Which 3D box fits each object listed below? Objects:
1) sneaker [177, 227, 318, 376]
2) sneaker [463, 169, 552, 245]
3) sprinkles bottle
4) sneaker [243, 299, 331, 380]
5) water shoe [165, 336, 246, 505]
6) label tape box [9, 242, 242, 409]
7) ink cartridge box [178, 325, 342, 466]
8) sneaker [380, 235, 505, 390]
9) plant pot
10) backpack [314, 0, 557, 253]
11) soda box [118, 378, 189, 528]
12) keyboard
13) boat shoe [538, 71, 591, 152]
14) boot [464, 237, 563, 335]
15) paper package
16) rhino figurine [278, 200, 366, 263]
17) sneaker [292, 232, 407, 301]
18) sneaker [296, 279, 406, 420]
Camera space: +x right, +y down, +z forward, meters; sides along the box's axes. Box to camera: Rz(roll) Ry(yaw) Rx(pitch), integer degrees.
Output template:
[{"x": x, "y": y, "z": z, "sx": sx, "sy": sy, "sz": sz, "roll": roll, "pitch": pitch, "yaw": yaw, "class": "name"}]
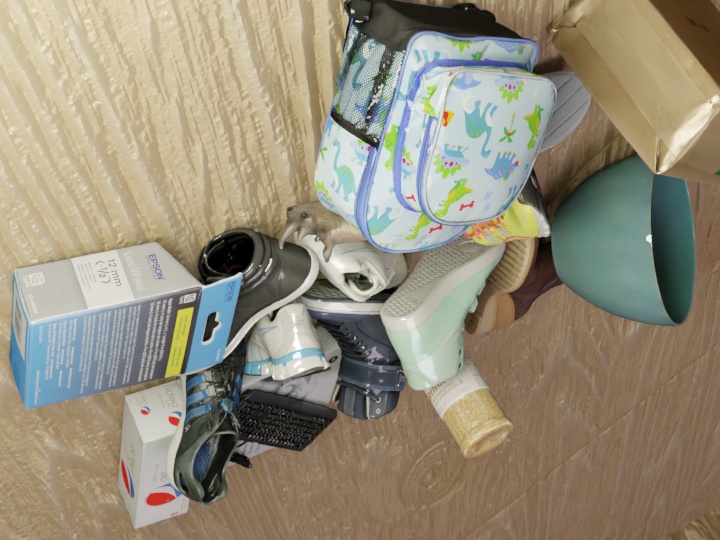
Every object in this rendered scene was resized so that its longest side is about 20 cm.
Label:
[{"x": -0.144, "y": 0.025, "z": 1.464, "sx": 0.199, "sy": 0.071, "sz": 0.099, "roll": -36, "pitch": 141, "yaw": 19, "class": "sneaker"}, {"x": 0.144, "y": -0.059, "z": 1.574, "sx": 0.089, "sy": 0.079, "sz": 0.200, "roll": -15, "pitch": 174, "yaw": -3, "class": "sneaker"}, {"x": 0.097, "y": 0.114, "z": 1.716, "sx": 0.068, "sy": 0.201, "sz": 0.068, "roll": -25, "pitch": 153, "yaw": -14, "class": "sprinkles bottle"}, {"x": -0.081, "y": 0.064, "z": 1.558, "sx": 0.074, "sy": 0.088, "sz": 0.200, "roll": -11, "pitch": 180, "yaw": -20, "class": "sneaker"}, {"x": -0.144, "y": 0.141, "z": 1.548, "sx": 0.071, "sy": 0.079, "sz": 0.202, "roll": 3, "pitch": 103, "yaw": -38, "class": "water shoe"}, {"x": -0.219, "y": 0.045, "z": 1.388, "sx": 0.198, "sy": 0.067, "sz": 0.144, "roll": -14, "pitch": 148, "yaw": -24, "class": "label tape box"}, {"x": -0.121, "y": 0.155, "z": 1.729, "sx": 0.198, "sy": 0.041, "sz": 0.200, "roll": -19, "pitch": 151, "yaw": -24, "class": "ink cartridge box"}, {"x": 0.098, "y": 0.044, "z": 1.641, "sx": 0.200, "sy": 0.073, "sz": 0.119, "roll": -42, "pitch": 129, "yaw": -37, "class": "sneaker"}, {"x": 0.297, "y": -0.035, "z": 1.733, "sx": 0.133, "sy": 0.203, "sz": 0.200, "roll": -3, "pitch": 165, "yaw": 26, "class": "plant pot"}, {"x": 0.059, "y": -0.115, "z": 1.289, "sx": 0.182, "sy": 0.147, "sz": 0.202, "roll": -4, "pitch": 122, "yaw": -43, "class": "backpack"}, {"x": -0.226, "y": 0.206, "z": 1.669, "sx": 0.067, "sy": 0.064, "sz": 0.201, "roll": -15, "pitch": 148, "yaw": -22, "class": "soda box"}, {"x": -0.115, "y": 0.189, "z": 1.725, "sx": 0.127, "sy": 0.021, "sz": 0.199, "roll": -39, "pitch": 152, "yaw": 16, "class": "keyboard"}, {"x": 0.139, "y": -0.135, "z": 1.509, "sx": 0.199, "sy": 0.072, "sz": 0.062, "roll": -33, "pitch": -170, "yaw": -3, "class": "boat shoe"}, {"x": 0.204, "y": -0.017, "z": 1.789, "sx": 0.166, "sy": 0.072, "sz": 0.201, "roll": -29, "pitch": 155, "yaw": -34, "class": "boot"}, {"x": 0.311, "y": -0.182, "z": 1.458, "sx": 0.199, "sy": 0.192, "sz": 0.104, "roll": 4, "pitch": 137, "yaw": -52, "class": "paper package"}, {"x": 0.008, "y": -0.073, "z": 1.429, "sx": 0.199, "sy": 0.088, "sz": 0.060, "roll": -30, "pitch": 153, "yaw": -6, "class": "rhino figurine"}, {"x": 0.000, "y": 0.000, "z": 1.554, "sx": 0.070, "sy": 0.081, "sz": 0.200, "roll": -40, "pitch": 155, "yaw": 14, "class": "sneaker"}, {"x": -0.011, "y": 0.089, "z": 1.633, "sx": 0.201, "sy": 0.077, "sz": 0.148, "roll": 9, "pitch": 102, "yaw": -50, "class": "sneaker"}]
